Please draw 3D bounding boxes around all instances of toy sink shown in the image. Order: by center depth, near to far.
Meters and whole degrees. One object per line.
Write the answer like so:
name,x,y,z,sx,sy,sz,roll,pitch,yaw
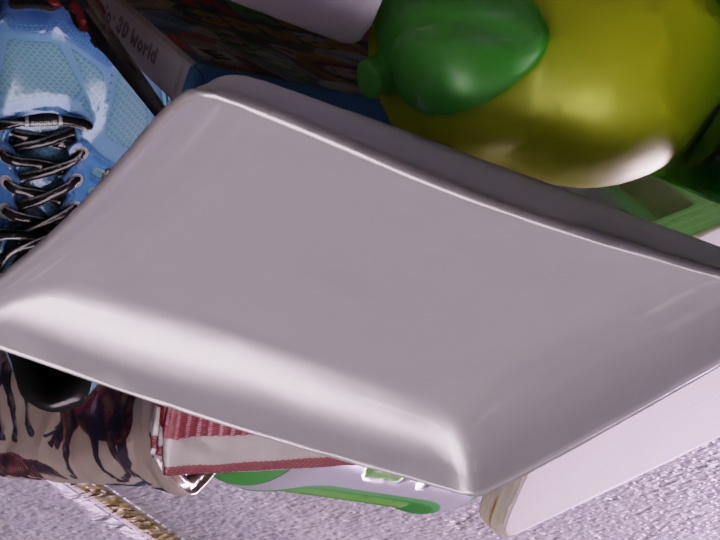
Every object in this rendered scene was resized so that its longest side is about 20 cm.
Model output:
toy sink,0.094,-0.009,1.023,0.200,0.112,0.130,-21,142,-43

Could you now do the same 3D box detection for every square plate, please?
square plate,0.000,0.006,0.851,0.200,0.028,0.198,19,152,-21

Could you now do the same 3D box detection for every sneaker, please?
sneaker,-0.110,-0.024,1.063,0.078,0.090,0.200,4,135,7

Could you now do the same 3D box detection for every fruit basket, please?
fruit basket,0.095,-0.088,0.851,0.216,0.156,0.216,24,-177,-1

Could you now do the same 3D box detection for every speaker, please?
speaker,-0.006,0.066,1.300,0.088,0.088,0.200,-14,165,28

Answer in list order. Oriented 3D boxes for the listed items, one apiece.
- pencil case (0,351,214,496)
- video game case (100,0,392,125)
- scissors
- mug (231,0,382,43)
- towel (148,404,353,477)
pencil case,-0.142,0.047,1.218,0.200,0.089,0.078,4,-157,32
video game case,-0.030,-0.081,0.971,0.143,0.018,0.200,9,-163,-28
scissors,-0.093,-0.088,0.902,0.014,0.200,0.073,-27,162,-21
mug,-0.061,-0.144,0.809,0.153,0.149,0.187,12,146,-7
towel,0.000,0.000,1.104,0.144,0.023,0.200,-1,130,-22
